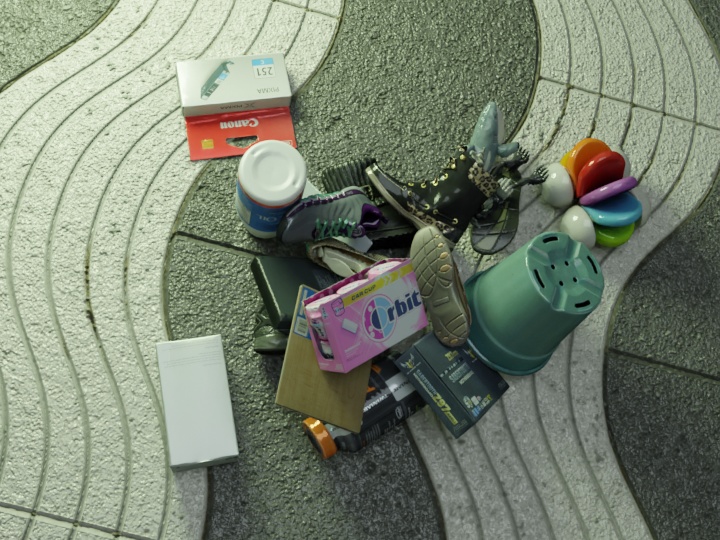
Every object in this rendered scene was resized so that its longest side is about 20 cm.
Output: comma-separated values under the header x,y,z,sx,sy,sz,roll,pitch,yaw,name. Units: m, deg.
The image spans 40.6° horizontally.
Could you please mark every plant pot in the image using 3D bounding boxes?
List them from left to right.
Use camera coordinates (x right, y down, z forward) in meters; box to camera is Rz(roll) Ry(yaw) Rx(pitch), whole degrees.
x,y,z,sx,sy,sz,roll,pitch,yaw,name
0.289,0.045,1.618,0.198,0.196,0.202,11,59,-19,plant pot

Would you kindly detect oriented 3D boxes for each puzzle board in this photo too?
x,y,z,sx,sy,sz,roll,pitch,yaw,name
-0.050,0.139,1.523,0.150,0.017,0.202,24,60,-25,puzzle board

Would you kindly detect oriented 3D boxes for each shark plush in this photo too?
x,y,z,sx,sy,sz,roll,pitch,yaw,name
0.195,-0.209,1.771,0.200,0.083,0.091,-46,51,-2,shark plush

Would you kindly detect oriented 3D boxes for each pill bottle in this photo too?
x,y,z,sx,sy,sz,roll,pitch,yaw,name
-0.152,-0.126,1.622,0.111,0.200,0.113,3,72,-8,pill bottle
0.005,0.225,1.587,0.199,0.106,0.107,-31,80,-17,pill bottle

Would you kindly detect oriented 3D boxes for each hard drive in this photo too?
x,y,z,sx,sy,sz,roll,pitch,yaw,name
-0.072,0.037,1.608,0.199,0.033,0.140,3,46,-34,hard drive

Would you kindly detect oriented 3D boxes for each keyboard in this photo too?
x,y,z,sx,sy,sz,roll,pitch,yaw,name
-0.061,-0.090,1.686,0.200,0.011,0.056,44,101,22,keyboard

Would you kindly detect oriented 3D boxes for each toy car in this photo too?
x,y,z,sx,sy,sz,roll,pitch,yaw,name
0.436,-0.145,1.754,0.174,0.150,0.201,-20,77,-15,toy car

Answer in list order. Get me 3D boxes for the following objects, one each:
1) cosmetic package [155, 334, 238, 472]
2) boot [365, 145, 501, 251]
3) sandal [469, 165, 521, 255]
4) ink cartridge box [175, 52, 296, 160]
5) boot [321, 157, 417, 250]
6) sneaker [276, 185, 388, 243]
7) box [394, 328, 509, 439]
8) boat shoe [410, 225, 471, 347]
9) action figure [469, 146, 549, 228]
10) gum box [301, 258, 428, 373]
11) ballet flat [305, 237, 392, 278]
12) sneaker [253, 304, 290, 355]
x,y,z,sx,sy,sz,roll,pitch,yaw,name
-0.262,0.213,1.560,0.112,0.081,0.202,-6,75,-11,cosmetic package
0.122,-0.146,1.626,0.200,0.073,0.151,42,99,0,boot
0.251,-0.104,1.763,0.079,0.058,0.202,18,56,6,sandal
-0.222,-0.297,1.749,0.198,0.045,0.178,-8,73,-12,ink cartridge box
0.042,-0.123,1.718,0.209,0.079,0.159,-7,74,-11,boot
-0.043,-0.080,1.583,0.087,0.075,0.199,38,44,28,sneaker
0.154,0.170,1.594,0.051,0.200,0.158,-44,81,25,box
0.134,0.026,1.600,0.075,0.072,0.202,-14,87,20,boat shoe
0.224,-0.155,1.700,0.199,0.102,0.119,-27,65,-21,action figure
0.005,0.069,1.515,0.199,0.066,0.114,-27,107,-38,gum box
0.000,0.000,1.614,0.199,0.075,0.068,22,108,-7,ballet flat
-0.081,0.081,1.634,0.197,0.076,0.115,-1,79,-4,sneaker
